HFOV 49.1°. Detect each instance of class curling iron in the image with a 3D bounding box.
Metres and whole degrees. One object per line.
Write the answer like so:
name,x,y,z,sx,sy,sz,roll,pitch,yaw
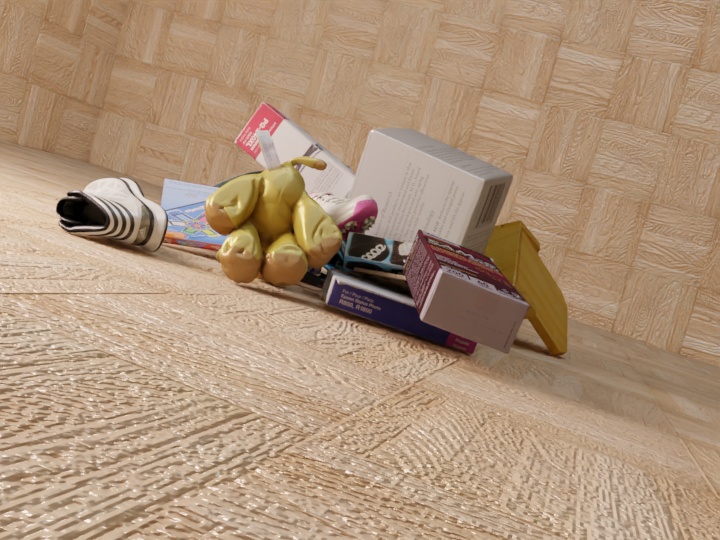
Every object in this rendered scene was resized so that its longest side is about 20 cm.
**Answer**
curling iron,-0.104,0.002,1.156,0.196,0.026,0.049,17,1,-20

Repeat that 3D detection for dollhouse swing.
dollhouse swing,0.245,0.048,1.344,0.178,0.179,0.202,-12,30,22

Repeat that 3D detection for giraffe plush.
giraffe plush,-0.123,-0.051,1.032,0.168,0.205,0.163,3,-27,-14

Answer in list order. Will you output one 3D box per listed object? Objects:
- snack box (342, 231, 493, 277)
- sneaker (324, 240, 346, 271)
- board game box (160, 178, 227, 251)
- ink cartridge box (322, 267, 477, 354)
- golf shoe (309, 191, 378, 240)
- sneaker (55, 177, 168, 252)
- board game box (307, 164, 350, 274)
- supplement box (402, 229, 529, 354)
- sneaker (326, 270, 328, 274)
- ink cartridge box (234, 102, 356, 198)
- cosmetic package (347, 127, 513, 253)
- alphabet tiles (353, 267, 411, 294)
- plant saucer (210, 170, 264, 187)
snack box,0.074,-0.004,1.080,0.194,0.038,0.116,11,-13,0
sneaker,0.000,0.000,1.214,0.197,0.075,0.082,25,24,18
board game box,-0.197,-0.074,1.167,0.195,0.105,0.020,9,-35,-15
ink cartridge box,0.049,0.051,0.990,0.192,0.044,0.200,19,4,-6
golf shoe,-0.046,-0.075,1.097,0.074,0.094,0.199,-9,-12,-35
sneaker,-0.332,-0.086,0.989,0.114,0.077,0.199,16,6,-44
board game box,-0.110,-0.111,1.443,0.101,0.205,0.104,13,5,-40
supplement box,0.115,0.018,0.917,0.106,0.062,0.200,21,13,-9
sneaker,0.020,-0.011,1.486,0.074,0.087,0.198,19,3,36
ink cartridge box,-0.093,-0.174,1.294,0.199,0.084,0.145,40,7,1
cosmetic package,0.104,-0.108,1.230,0.197,0.169,0.164,27,20,21
alphabet tiles,0.075,0.036,1.115,0.164,0.008,0.199,11,-14,31
plant saucer,-0.234,-0.105,1.307,0.197,0.028,0.200,-28,-3,-2
